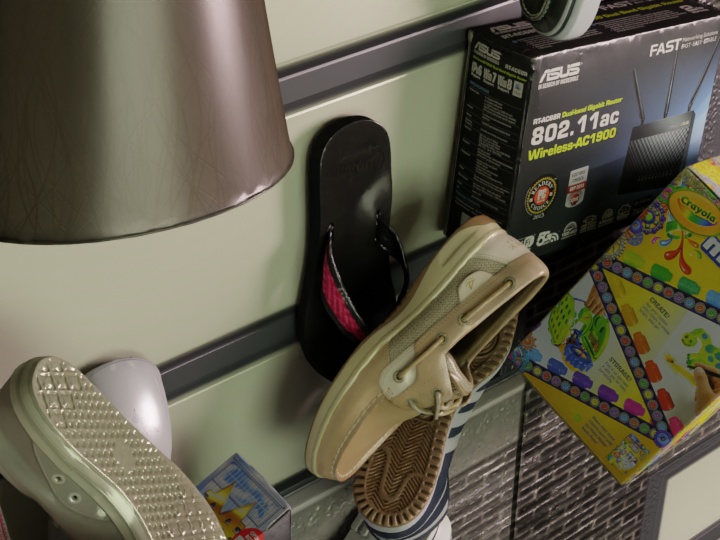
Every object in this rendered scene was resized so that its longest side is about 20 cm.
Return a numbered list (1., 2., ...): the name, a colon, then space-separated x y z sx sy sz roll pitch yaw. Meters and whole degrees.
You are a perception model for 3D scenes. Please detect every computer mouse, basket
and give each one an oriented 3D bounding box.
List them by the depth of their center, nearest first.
1. basket: -0.114 -0.135 0.641 0.180 0.136 0.201 -17 123 -30
2. computer mouse: -0.152 0.147 0.853 0.109 0.044 0.201 -10 122 -39

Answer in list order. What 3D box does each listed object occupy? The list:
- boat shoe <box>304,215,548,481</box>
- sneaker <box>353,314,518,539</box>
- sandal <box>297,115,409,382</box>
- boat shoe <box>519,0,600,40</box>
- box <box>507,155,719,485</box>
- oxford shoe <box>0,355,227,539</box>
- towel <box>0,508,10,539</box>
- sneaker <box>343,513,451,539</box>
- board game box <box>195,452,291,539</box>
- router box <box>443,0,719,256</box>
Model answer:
1. boat shoe: 0.041 0.061 0.906 0.200 0.065 0.072 -52 158 4
2. sneaker: 0.052 0.101 1.005 0.201 0.070 0.109 -62 165 -21
3. sandal: 0.000 0.000 0.902 0.075 0.045 0.201 -25 131 -31
4. boat shoe: 0.101 -0.232 0.840 0.071 0.072 0.201 -17 117 -25
5. box: 0.243 0.023 1.012 0.193 0.122 0.200 -50 163 29
6. oxford shoe: -0.131 0.129 0.764 0.058 0.075 0.200 -27 116 21
7. towel: -0.265 0.144 0.687 0.199 0.030 0.147 -14 85 -36
8. sneaker: -0.004 0.251 1.049 0.200 0.076 0.081 -44 148 -11
9. board game box: -0.117 0.218 0.868 0.199 0.062 0.201 -12 127 -40
10. router box: 0.155 -0.100 0.973 0.199 0.062 0.151 -18 126 -36
